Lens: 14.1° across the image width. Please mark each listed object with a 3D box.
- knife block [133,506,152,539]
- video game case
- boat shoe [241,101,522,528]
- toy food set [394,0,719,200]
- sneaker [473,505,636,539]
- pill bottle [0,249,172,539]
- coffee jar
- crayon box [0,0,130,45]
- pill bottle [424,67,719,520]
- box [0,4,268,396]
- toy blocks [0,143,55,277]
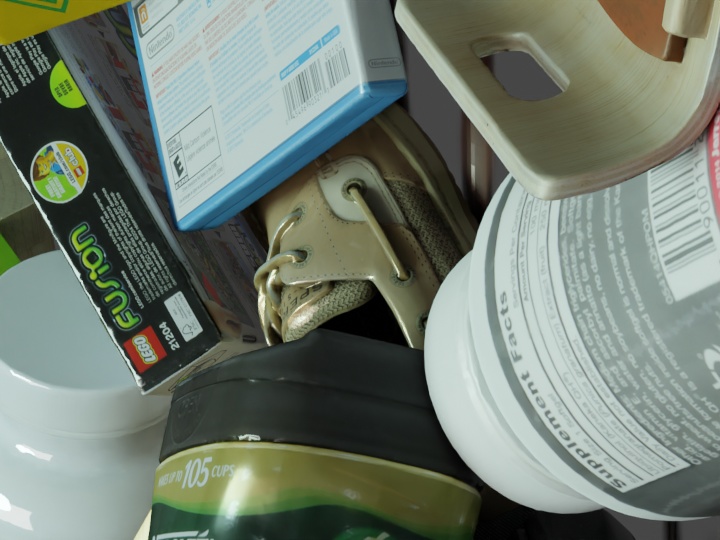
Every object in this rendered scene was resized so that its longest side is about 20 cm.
[{"bbox_3d":[-0.017,0.118,0.995,0.064,0.175,0.201,41,115,24],"label":"knife block"},{"bbox_3d":[-0.044,-0.127,0.898,0.143,0.018,0.201,-32,68,60],"label":"video game case"},{"bbox_3d":[0.000,0.000,0.920,0.200,0.064,0.072,46,144,30],"label":"boat shoe"},{"bbox_3d":[0.048,-0.134,0.672,0.144,0.060,0.201,-120,35,-65],"label":"toy food set"},{"bbox_3d":[0.038,0.151,0.873,0.112,0.073,0.200,-94,29,-48],"label":"sneaker"},{"bbox_3d":[-0.104,0.093,1.100,0.112,0.112,0.201,41,141,36],"label":"pill bottle"},{"bbox_3d":[-0.022,0.119,0.814,0.104,0.085,0.201,153,128,-66],"label":"coffee jar"},{"bbox_3d":[-0.137,-0.191,0.883,0.173,0.058,0.201,43,-150,-70],"label":"crayon box"},{"bbox_3d":[0.095,0.001,0.728,0.111,0.110,0.200,64,150,3],"label":"pill bottle"},{"bbox_3d":[-0.091,-0.050,0.995,0.201,0.035,0.110,60,-168,12],"label":"box"},{"bbox_3d":[-0.180,-0.027,1.171,0.200,0.100,0.137,51,157,29],"label":"toy blocks"}]
